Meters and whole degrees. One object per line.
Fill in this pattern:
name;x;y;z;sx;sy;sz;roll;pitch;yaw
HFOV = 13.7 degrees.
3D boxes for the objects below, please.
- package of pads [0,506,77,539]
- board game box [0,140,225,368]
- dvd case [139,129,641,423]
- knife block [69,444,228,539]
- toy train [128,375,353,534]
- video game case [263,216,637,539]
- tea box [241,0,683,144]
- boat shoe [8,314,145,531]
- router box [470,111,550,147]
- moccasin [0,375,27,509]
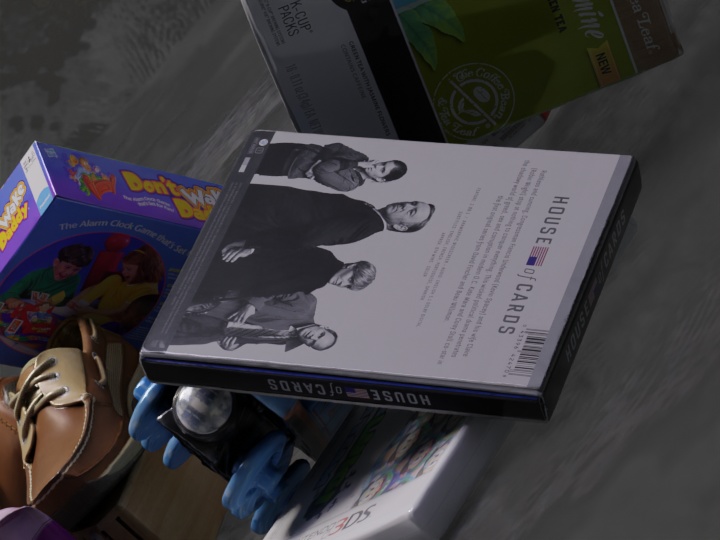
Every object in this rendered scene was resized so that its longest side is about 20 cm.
package of pads;-0.177;0.185;1.572;0.076;0.120;0.200;-51;11;-18
board game box;-0.137;0.004;1.757;0.135;0.199;0.045;-50;46;29
dvd case;0.015;-0.001;1.371;0.199;0.025;0.151;5;48;24
knife block;-0.105;0.109;1.704;0.176;0.064;0.200;-53;12;-22
toy train;-0.050;0.060;1.483;0.115;0.086;0.200;-54;-11;-6
video game case;0.033;0.067;1.415;0.200;0.024;0.182;-55;13;-32
tea box;0.039;-0.164;1.535;0.196;0.134;0.200;-22;26;4
boat shoe;-0.162;0.082;1.652;0.076;0.074;0.200;-45;11;14
router box;0.052;-0.094;1.835;0.200;0.049;0.180;-41;13;34
moccasin;-0.208;0.139;1.802;0.202;0.077;0.074;90;-159;-52
